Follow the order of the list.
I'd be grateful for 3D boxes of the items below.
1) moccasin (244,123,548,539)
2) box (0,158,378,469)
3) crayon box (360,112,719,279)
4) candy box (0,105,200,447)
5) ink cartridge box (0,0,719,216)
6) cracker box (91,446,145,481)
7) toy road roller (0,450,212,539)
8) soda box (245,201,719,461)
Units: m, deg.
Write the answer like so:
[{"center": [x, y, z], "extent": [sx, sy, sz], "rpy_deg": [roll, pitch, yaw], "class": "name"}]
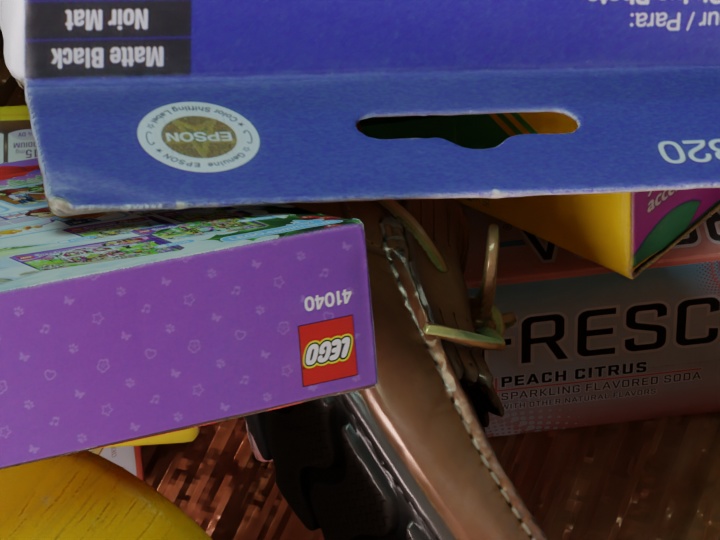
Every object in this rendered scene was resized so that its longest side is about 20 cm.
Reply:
[{"center": [0.000, 0.001, 0.721], "extent": [0.078, 0.074, 0.202], "rpy_deg": [-21, 63, -20], "class": "moccasin"}, {"center": [-0.115, 0.014, 0.632], "extent": [0.200, 0.039, 0.137], "rpy_deg": [-11, 14, -27], "class": "box"}, {"center": [0.063, -0.096, 0.825], "extent": [0.172, 0.058, 0.200], "rpy_deg": [27, 46, 31], "class": "crayon box"}, {"center": [-0.142, 0.004, 0.756], "extent": [0.200, 0.026, 0.102], "rpy_deg": [-4, 51, -3], "class": "candy box"}, {"center": [0.009, -0.086, 0.706], "extent": [0.199, 0.041, 0.200], "rpy_deg": [-3, 35, -15], "class": "ink cartridge box"}, {"center": [-0.174, 0.037, 0.783], "extent": [0.200, 0.058, 0.134], "rpy_deg": [-23, 50, -20], "class": "cracker box"}, {"center": [-0.040, 0.123, 0.630], "extent": [0.200, 0.146, 0.123], "rpy_deg": [18, 49, 19], "class": "toy road roller"}, {"center": [0.064, -0.003, 0.808], "extent": [0.200, 0.064, 0.068], "rpy_deg": [-6, 45, -4], "class": "soda box"}]
